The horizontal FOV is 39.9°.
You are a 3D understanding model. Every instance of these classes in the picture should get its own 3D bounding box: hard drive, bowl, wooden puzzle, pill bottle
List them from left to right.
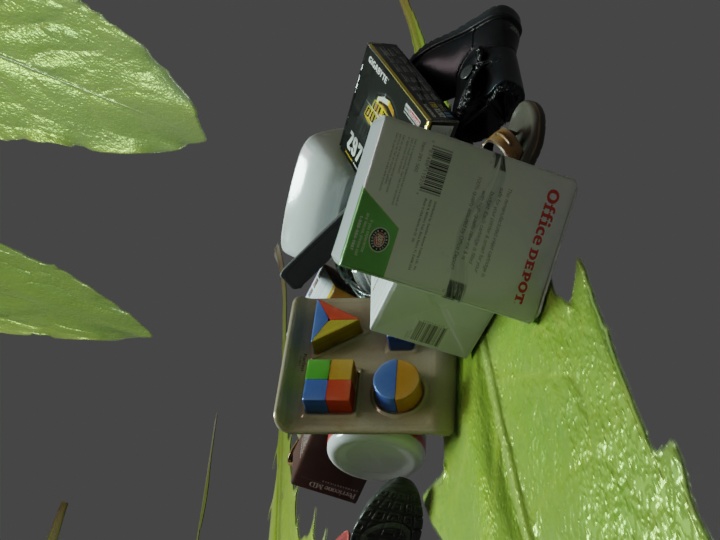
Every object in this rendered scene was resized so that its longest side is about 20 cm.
[{"bbox_3d":[-0.036,-0.040,1.292,0.140,0.033,0.200,-44,1,4],"label":"hard drive"},{"bbox_3d":[-0.014,-0.103,1.452,0.074,0.199,0.201,34,121,33],"label":"bowl"},{"bbox_3d":[0.009,0.097,1.124,0.046,0.198,0.186,83,-169,-50],"label":"wooden puzzle"},{"bbox_3d":[0.027,0.139,1.194,0.116,0.115,0.201,120,162,-49],"label":"pill bottle"}]

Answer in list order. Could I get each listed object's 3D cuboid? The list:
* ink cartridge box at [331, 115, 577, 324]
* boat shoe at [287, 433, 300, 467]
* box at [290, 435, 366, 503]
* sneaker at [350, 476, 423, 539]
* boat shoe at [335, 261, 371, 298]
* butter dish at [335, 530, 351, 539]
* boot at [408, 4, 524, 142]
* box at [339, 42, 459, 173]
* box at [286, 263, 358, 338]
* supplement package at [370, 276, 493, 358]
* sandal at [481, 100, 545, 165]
[{"bbox_3d":[0.089,-0.048,0.960,0.084,0.198,0.147,-147,75,-81],"label":"ink cartridge box"},{"bbox_3d":[-0.064,0.260,1.554,0.076,0.073,0.201,-87,18,-49],"label":"boat shoe"},{"bbox_3d":[-0.017,0.207,1.336,0.075,0.099,0.201,-87,17,-61],"label":"box"},{"bbox_3d":[0.014,0.320,1.124,0.091,0.075,0.201,-94,25,-78],"label":"sneaker"},{"bbox_3d":[-0.001,-0.002,1.259,0.202,0.064,0.075,-104,-11,-79],"label":"boat shoe"},{"bbox_3d":[-0.102,0.447,1.295,0.200,0.147,0.201,122,161,-50],"label":"butter dish"},{"bbox_3d":[0.121,-0.226,1.248,0.199,0.076,0.169,-29,37,36],"label":"boot"},{"bbox_3d":[0.043,-0.173,1.267,0.201,0.049,0.161,-119,36,-44],"label":"box"},{"bbox_3d":[-0.055,0.062,1.343,0.120,0.041,0.200,-62,9,6],"label":"box"},{"bbox_3d":[0.086,-0.023,1.124,0.201,0.120,0.120,-87,18,-51],"label":"supplement package"},{"bbox_3d":[0.152,-0.112,1.073,0.201,0.054,0.082,-68,9,-28],"label":"sandal"}]
